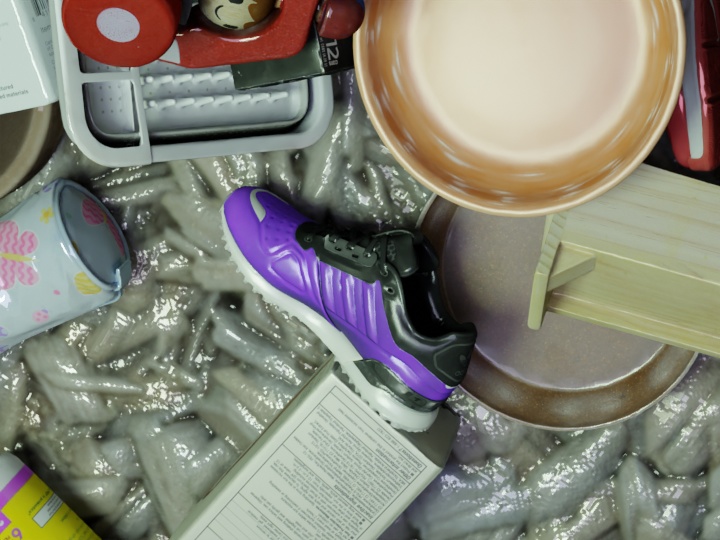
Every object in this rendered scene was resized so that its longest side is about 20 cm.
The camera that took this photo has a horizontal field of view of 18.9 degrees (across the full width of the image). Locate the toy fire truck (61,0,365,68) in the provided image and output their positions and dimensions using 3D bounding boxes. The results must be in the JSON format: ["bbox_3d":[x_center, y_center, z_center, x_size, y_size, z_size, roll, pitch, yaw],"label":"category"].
[{"bbox_3d":[-0.069,-0.187,1.200,0.166,0.113,0.201,14,135,-6],"label":"toy fire truck"}]

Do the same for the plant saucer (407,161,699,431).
[{"bbox_3d":[0.130,0.005,1.401,0.198,0.035,0.202,5,110,13],"label":"plant saucer"}]

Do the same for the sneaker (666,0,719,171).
[{"bbox_3d":[0.161,-0.156,1.326,0.115,0.078,0.202,-6,95,25],"label":"sneaker"}]

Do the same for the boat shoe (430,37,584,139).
[{"bbox_3d":[0.064,-0.139,1.336,0.200,0.066,0.072,31,101,12],"label":"boat shoe"}]

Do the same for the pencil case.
[{"bbox_3d":[-0.252,0.019,1.473,0.199,0.083,0.091,-31,82,20],"label":"pencil case"}]

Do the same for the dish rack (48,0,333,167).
[{"bbox_3d":[-0.110,-0.153,1.327,0.043,0.199,0.174,-4,93,52],"label":"dish rack"}]

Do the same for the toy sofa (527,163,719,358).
[{"bbox_3d":[0.206,0.003,1.321,0.198,0.098,0.083,15,156,8],"label":"toy sofa"}]

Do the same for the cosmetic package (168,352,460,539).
[{"bbox_3d":[-0.035,0.150,1.463,0.103,0.087,0.200,42,112,-4],"label":"cosmetic package"}]

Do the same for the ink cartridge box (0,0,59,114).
[{"bbox_3d":[-0.208,-0.214,1.342,0.082,0.146,0.202,-7,108,36],"label":"ink cartridge box"}]

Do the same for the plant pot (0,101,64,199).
[{"bbox_3d":[-0.305,-0.111,1.394,0.198,0.175,0.202,4,110,12],"label":"plant pot"}]

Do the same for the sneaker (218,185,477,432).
[{"bbox_3d":[0.000,0.000,1.392,0.200,0.069,0.100,45,122,12],"label":"sneaker"}]

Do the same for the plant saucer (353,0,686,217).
[{"bbox_3d":[0.094,-0.133,1.273,0.198,0.037,0.202,3,100,17],"label":"plant saucer"}]

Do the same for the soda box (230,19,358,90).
[{"bbox_3d":[-0.052,-0.214,1.299,0.070,0.063,0.202,-7,96,32],"label":"soda box"}]

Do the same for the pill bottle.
[{"bbox_3d":[-0.214,0.232,1.526,0.200,0.104,0.104,44,113,-4],"label":"pill bottle"}]
